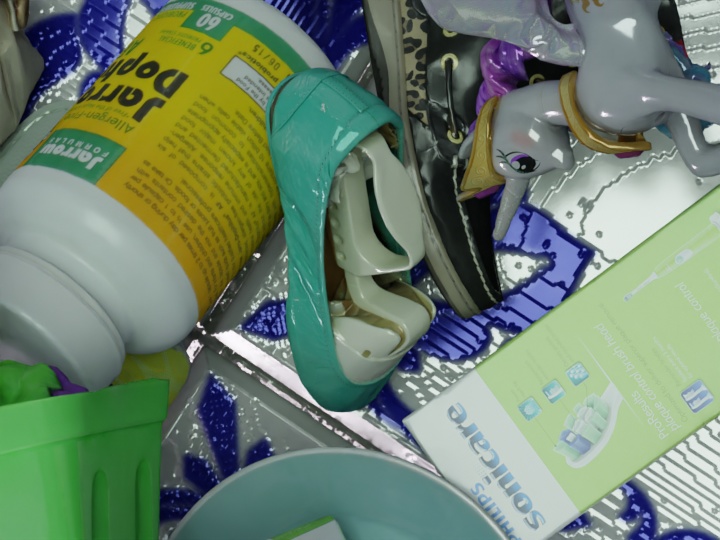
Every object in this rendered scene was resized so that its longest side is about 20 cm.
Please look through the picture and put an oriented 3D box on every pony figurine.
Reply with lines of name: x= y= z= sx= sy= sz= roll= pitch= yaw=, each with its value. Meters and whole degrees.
pony figurine: x=0.105 y=-0.117 z=0.929 sx=0.200 sy=0.166 sz=0.193 roll=-8 pitch=94 yaw=42

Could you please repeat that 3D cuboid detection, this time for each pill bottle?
pill bottle: x=-0.102 y=-0.033 z=1.015 sx=0.113 sy=0.113 sz=0.200 roll=34 pitch=62 yaw=8

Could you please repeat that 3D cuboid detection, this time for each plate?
plate: x=-0.006 y=0.178 z=0.962 sx=0.200 sy=0.026 sz=0.201 roll=0 pitch=91 yaw=20

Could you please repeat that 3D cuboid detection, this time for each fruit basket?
fruit basket: x=-0.195 y=0.059 z=0.892 sx=0.215 sy=0.155 sz=0.216 roll=0 pitch=89 yaw=14

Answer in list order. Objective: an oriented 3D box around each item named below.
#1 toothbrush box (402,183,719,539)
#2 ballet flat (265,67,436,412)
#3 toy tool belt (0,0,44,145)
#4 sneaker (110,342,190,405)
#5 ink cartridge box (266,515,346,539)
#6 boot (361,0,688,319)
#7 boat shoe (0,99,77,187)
toothbrush box: x=0.130 y=0.041 z=1.001 sx=0.200 sy=0.146 sz=0.086 roll=-36 pitch=84 yaw=6
ballet flat: x=0.000 y=0.000 z=1.012 sx=0.067 sy=0.200 sz=0.070 roll=-34 pitch=43 yaw=-30
toy tool belt: x=-0.262 y=-0.131 z=1.071 sx=0.200 sy=0.123 sz=0.125 roll=7 pitch=47 yaw=6
sneaker: x=-0.150 y=0.098 z=1.036 sx=0.076 sy=0.200 sz=0.076 roll=25 pitch=137 yaw=34
ink cartridge box: x=-0.099 y=0.190 z=0.904 sx=0.200 sy=0.145 sz=0.084 roll=-29 pitch=83 yaw=17
boot: x=0.087 y=-0.088 z=1.049 sx=0.150 sy=0.073 sz=0.200 roll=-13 pitch=79 yaw=9
boat shoe: x=-0.172 y=0.012 z=1.094 sx=0.076 sy=0.060 sz=0.200 roll=22 pitch=83 yaw=28
